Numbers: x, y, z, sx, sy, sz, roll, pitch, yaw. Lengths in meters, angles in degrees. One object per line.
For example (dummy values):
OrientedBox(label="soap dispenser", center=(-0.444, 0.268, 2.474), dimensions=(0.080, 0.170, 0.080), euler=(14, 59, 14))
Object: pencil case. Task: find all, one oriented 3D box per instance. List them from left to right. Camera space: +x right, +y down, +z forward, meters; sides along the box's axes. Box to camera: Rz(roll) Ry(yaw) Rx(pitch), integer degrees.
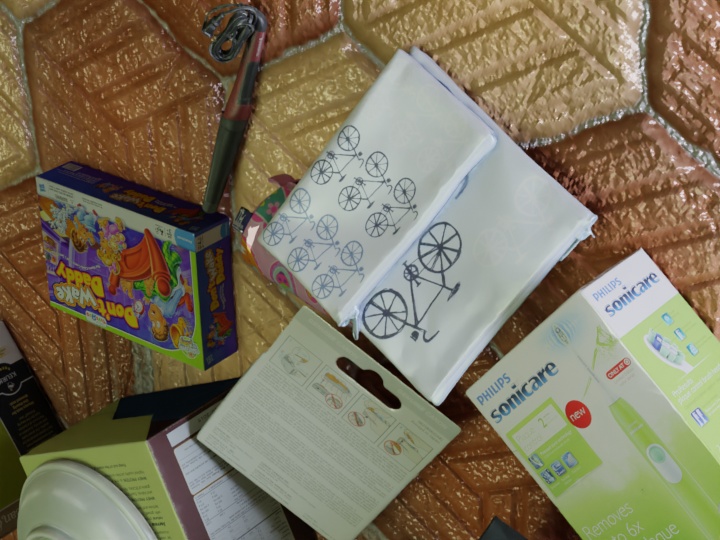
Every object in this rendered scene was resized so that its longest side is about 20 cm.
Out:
OrientedBox(label="pencil case", center=(0.000, 0.000, 1.217), dimensions=(0.200, 0.087, 0.088), euler=(30, 129, 29))

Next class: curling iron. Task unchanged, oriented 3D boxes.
OrientedBox(label="curling iron", center=(-0.109, -0.130, 1.284), dimensions=(0.049, 0.026, 0.200), euler=(9, 130, -3))

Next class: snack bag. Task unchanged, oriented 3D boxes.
OrientedBox(label="snack bag", center=(0.042, -0.029, 1.136), dimensions=(0.200, 0.021, 0.189), euler=(46, 107, 22))

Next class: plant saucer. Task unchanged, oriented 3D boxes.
OrientedBox(label="plant saucer", center=(-0.248, 0.268, 1.414), dimensions=(0.200, 0.050, 0.201), euler=(21, 124, 34))

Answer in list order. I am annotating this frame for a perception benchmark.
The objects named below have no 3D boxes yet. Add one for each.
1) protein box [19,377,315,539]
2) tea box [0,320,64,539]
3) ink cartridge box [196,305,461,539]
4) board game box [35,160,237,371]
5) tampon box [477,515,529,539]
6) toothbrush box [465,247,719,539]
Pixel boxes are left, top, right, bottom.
OrientedBox(label="protein box", center=(-0.170, 0.224, 1.453), dimensions=(0.198, 0.135, 0.201), euler=(-12, 103, 44))
OrientedBox(label="tea box", center=(-0.420, 0.189, 1.615), dimensions=(0.133, 0.200, 0.197), euler=(-27, 92, 46))
OrientedBox(label="ink cartridge box", center=(-0.023, 0.123, 1.305), dimensions=(0.162, 0.057, 0.200), euler=(38, 126, -2))
OrientedBox(label="board game box", center=(-0.200, -0.006, 1.423), dimensions=(0.200, 0.045, 0.135), euler=(19, 123, 34))
OrientedBox(label="tampon box", center=(0.153, 0.303, 1.169), dimensions=(0.200, 0.126, 0.150), euler=(32, 165, 25))
OrientedBox(label="toothbrush box", center=(0.193, 0.111, 1.100), dimensions=(0.200, 0.086, 0.146), euler=(53, 136, 9))
